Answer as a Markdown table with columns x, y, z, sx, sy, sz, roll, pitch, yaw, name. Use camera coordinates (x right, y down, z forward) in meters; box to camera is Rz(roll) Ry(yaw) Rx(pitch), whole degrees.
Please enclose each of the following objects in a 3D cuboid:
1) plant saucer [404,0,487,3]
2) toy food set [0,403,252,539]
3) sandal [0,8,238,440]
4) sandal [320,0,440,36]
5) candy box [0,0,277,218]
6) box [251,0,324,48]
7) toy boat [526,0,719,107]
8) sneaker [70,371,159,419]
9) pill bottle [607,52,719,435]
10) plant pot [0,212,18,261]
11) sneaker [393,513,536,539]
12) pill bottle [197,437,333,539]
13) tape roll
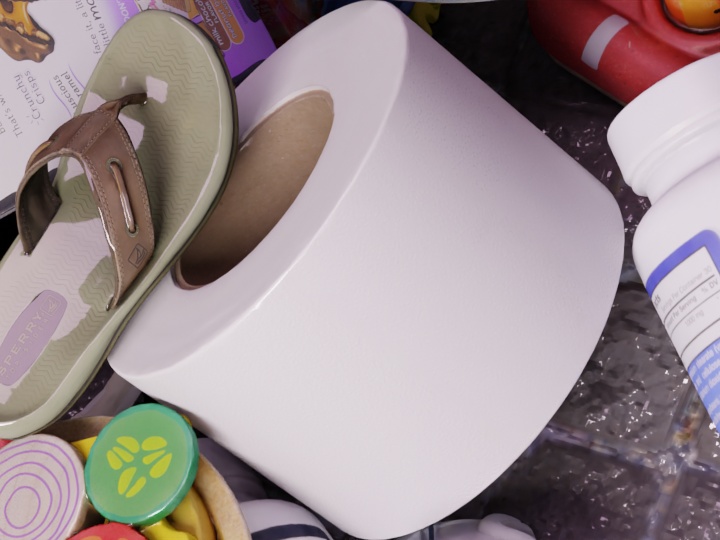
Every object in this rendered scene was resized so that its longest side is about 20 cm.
| x | y | z | sx | sy | sz | roll | pitch | yaw | name |
| --- | --- | --- | --- | --- | --- | --- | --- | --- | --- |
| 0.011 | -0.181 | 0.907 | 0.199 | 0.028 | 0.201 | 7 | 31 | -4 | plant saucer |
| -0.134 | 0.150 | 0.807 | 0.199 | 0.049 | 0.199 | -17 | 60 | 20 | toy food set |
| -0.116 | -0.021 | 0.816 | 0.079 | 0.057 | 0.202 | 23 | 79 | 19 | sandal |
| 0.027 | -0.207 | 1.035 | 0.079 | 0.087 | 0.201 | 9 | 66 | 26 | sandal |
| -0.162 | -0.124 | 0.900 | 0.200 | 0.168 | 0.071 | -32 | 7 | -35 | candy box |
| -0.124 | -0.160 | 1.060 | 0.199 | 0.095 | 0.103 | -4 | 62 | 19 | box |
| 0.168 | -0.143 | 0.921 | 0.200 | 0.131 | 0.131 | 36 | 81 | 31 | toy boat |
| -0.160 | 0.107 | 0.926 | 0.093 | 0.071 | 0.200 | 15 | 54 | 18 | sneaker |
| 0.186 | 0.009 | 0.822 | 0.112 | 0.112 | 0.201 | -26 | 72 | 6 | pill bottle |
| -0.246 | -0.060 | 0.997 | 0.200 | 0.186 | 0.188 | -21 | 50 | 53 | plant pot |
| 0.053 | 0.141 | 0.795 | 0.070 | 0.200 | 0.073 | -21 | 102 | 3 | sneaker |
| -0.042 | 0.174 | 0.847 | 0.111 | 0.111 | 0.200 | -36 | 57 | 0 | pill bottle |
| 0.000 | 0.000 | 0.854 | 0.203 | 0.139 | 0.203 | -41 | 26 | 25 | tape roll |
